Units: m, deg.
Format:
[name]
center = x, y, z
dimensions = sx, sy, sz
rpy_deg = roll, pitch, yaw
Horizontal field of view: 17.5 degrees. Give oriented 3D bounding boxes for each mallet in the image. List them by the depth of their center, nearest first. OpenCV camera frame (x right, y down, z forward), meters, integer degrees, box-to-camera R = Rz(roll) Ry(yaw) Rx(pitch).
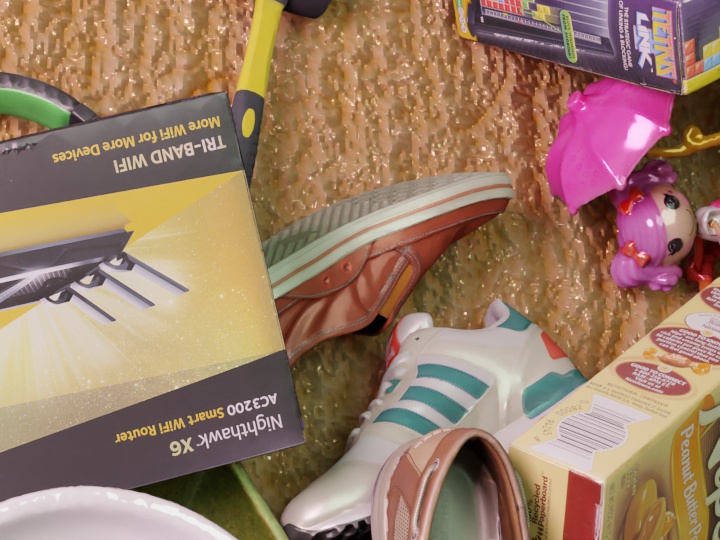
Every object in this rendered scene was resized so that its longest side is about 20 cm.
[mallet]
center = -0.063, -0.097, 1.173
dimensions = 0.066, 0.041, 0.200
rpy_deg = 26, 55, -13

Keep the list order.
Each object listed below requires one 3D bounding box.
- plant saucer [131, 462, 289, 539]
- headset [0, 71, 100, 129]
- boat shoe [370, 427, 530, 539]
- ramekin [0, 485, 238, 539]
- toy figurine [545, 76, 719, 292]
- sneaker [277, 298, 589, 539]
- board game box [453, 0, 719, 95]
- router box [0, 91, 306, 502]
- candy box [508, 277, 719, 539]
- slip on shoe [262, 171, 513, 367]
[plant saucer]
center = -0.092, 0.202, 1.016
dimensions = 0.200, 0.048, 0.200
rpy_deg = -29, 82, -35
[headset]
center = -0.145, -0.003, 1.085
dimensions = 0.200, 0.094, 0.123
rpy_deg = 42, 59, 14
[boat shoe]
center = 0.044, 0.162, 1.011
dimensions = 0.076, 0.072, 0.200
rpy_deg = 0, 70, -22
[ramekin]
center = -0.114, 0.195, 0.919
dimensions = 0.200, 0.098, 0.201
rpy_deg = 12, 61, -23
[toy figurine]
center = 0.191, -0.043, 1.259
dimensions = 0.184, 0.150, 0.201
rpy_deg = -4, 93, -15
[sneaker]
center = 0.024, 0.076, 1.134
dimensions = 0.200, 0.070, 0.093
rpy_deg = -24, 67, -34
[board game box]
center = 0.176, -0.168, 1.267
dimensions = 0.200, 0.165, 0.057
rpy_deg = -28, 122, -35
[router box]
center = -0.138, 0.021, 1.002
dimensions = 0.200, 0.052, 0.158
rpy_deg = -14, 96, -9
[candy box]
center = 0.142, 0.097, 1.127
dimensions = 0.055, 0.116, 0.200
rpy_deg = 22, 35, 30
[slip on shoe]
center = 0.000, 0.000, 1.155
dimensions = 0.200, 0.074, 0.061
rpy_deg = -30, 106, -36
